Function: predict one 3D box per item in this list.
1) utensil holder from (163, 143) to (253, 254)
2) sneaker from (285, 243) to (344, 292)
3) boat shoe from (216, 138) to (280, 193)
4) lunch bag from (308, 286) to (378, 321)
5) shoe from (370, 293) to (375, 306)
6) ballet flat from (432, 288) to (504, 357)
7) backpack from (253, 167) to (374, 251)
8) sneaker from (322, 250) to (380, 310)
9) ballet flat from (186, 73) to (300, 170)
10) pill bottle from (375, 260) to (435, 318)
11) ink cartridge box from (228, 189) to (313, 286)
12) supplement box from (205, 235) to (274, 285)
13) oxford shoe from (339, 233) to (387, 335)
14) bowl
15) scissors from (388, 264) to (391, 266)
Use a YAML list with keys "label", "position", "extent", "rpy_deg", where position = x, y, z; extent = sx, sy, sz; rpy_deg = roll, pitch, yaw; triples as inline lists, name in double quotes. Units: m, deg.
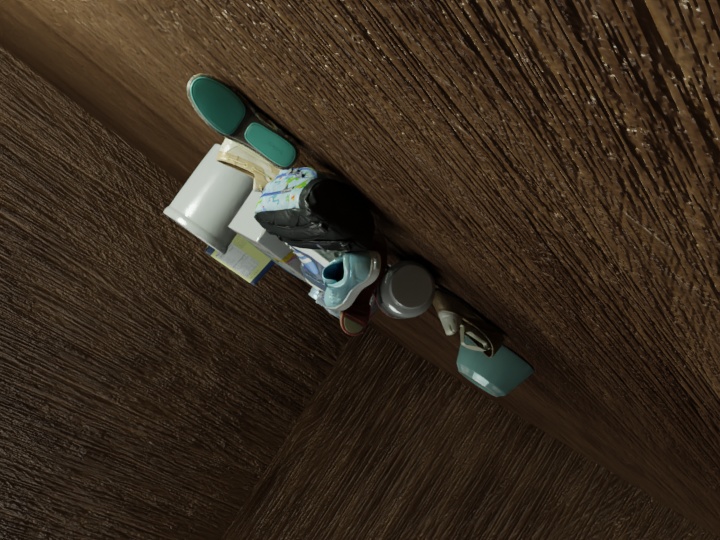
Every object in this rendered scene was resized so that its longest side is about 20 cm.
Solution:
- label: "utensil holder"
  position: [-0.332, -0.167, 1.593]
  extent: [0.169, 0.201, 0.170]
  rpy_deg: [33, 173, 5]
- label: "sneaker"
  position: [-0.111, -0.036, 1.364]
  extent: [0.199, 0.081, 0.147]
  rpy_deg: [39, 148, 7]
- label: "boat shoe"
  position: [-0.190, -0.184, 1.331]
  extent: [0.199, 0.070, 0.074]
  rpy_deg: [34, 173, -3]
- label: "lunch bag"
  position: [-0.021, 0.035, 1.628]
  extent: [0.127, 0.170, 0.200]
  rpy_deg: [31, 172, 35]
- label: "shoe"
  position: [0.000, 0.000, 1.394]
  extent: [0.201, 0.070, 0.092]
  rpy_deg: [89, 171, -57]
- label: "ballet flat"
  position: [0.218, 0.119, 1.435]
  extent: [0.199, 0.073, 0.068]
  rpy_deg: [37, 149, -18]
- label: "backpack"
  position: [-0.092, -0.102, 1.175]
  extent: [0.199, 0.156, 0.162]
  rpy_deg: [-14, 147, 42]
- label: "sneaker"
  position: [-0.039, 0.012, 1.227]
  extent: [0.081, 0.075, 0.200]
  rpy_deg: [9, 149, -22]
- label: "ballet flat"
  position: [-0.179, -0.226, 1.045]
  extent: [0.199, 0.068, 0.075]
  rpy_deg: [35, -171, -21]
- label: "pill bottle"
  position: [0.090, 0.039, 1.362]
  extent: [0.110, 0.111, 0.200]
  rpy_deg: [34, 173, 0]
- label: "ink cartridge box"
  position: [-0.155, -0.088, 1.508]
  extent: [0.200, 0.147, 0.146]
  rpy_deg: [40, 171, -38]
- label: "supplement box"
  position: [-0.382, -0.098, 2.271]
  extent: [0.199, 0.134, 0.201]
  rpy_deg: [37, -155, -21]
- label: "oxford shoe"
  position: [-0.002, 0.025, 1.332]
  extent: [0.070, 0.202, 0.075]
  rpy_deg: [20, 175, -12]
- label: "bowl"
  position: [0.316, 0.237, 1.688]
  extent: [0.200, 0.106, 0.201]
  rpy_deg: [34, 173, 5]
- label: "scissors"
  position: [0.145, 0.040, 1.520]
  extent: [0.199, 0.014, 0.073]
  rpy_deg: [28, 172, 36]
